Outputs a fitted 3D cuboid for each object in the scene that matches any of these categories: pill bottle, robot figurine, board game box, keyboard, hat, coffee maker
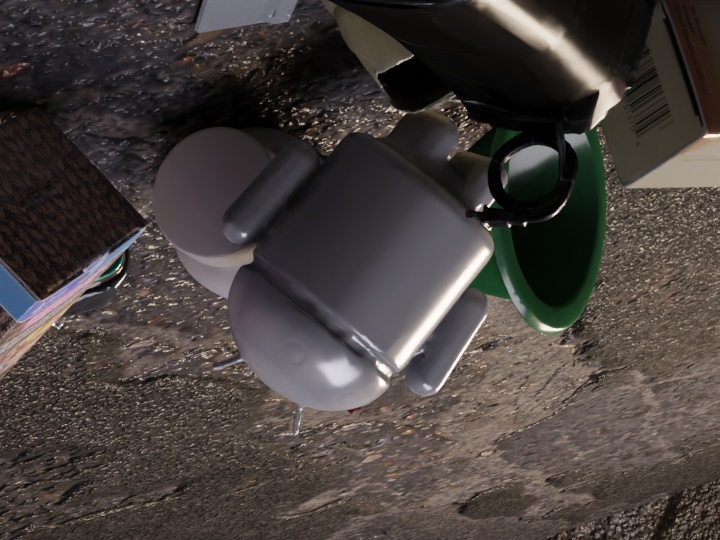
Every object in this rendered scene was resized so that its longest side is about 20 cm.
[{"bbox_3d":[-0.056,-0.029,1.406,0.112,0.113,0.200,-21,162,14],"label":"pill bottle"},{"bbox_3d":[0.000,0.000,1.286,0.200,0.169,0.113,-51,-167,-4],"label":"robot figurine"},{"bbox_3d":[-0.240,0.024,1.229,0.200,0.097,0.159,-44,-179,22],"label":"board game box"},{"bbox_3d":[-0.045,-0.175,1.139,0.056,0.011,0.200,-6,160,-16],"label":"keyboard"},{"bbox_3d":[0.052,-0.031,1.473,0.175,0.201,0.166,-3,147,32],"label":"hat"},{"bbox_3d":[0.060,-0.139,1.032,0.134,0.193,0.200,-15,164,23],"label":"coffee maker"}]

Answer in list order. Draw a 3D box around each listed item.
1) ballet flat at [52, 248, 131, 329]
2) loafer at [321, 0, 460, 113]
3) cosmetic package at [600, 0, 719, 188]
[{"bbox_3d":[-0.249,0.020,1.451,0.199,0.073,0.073,-15,163,-14],"label":"ballet flat"},{"bbox_3d":[0.039,-0.124,1.269,0.075,0.069,0.200,-24,162,23],"label":"loafer"},{"bbox_3d":[0.255,-0.117,1.445,0.199,0.104,0.087,-4,160,-39],"label":"cosmetic package"}]
